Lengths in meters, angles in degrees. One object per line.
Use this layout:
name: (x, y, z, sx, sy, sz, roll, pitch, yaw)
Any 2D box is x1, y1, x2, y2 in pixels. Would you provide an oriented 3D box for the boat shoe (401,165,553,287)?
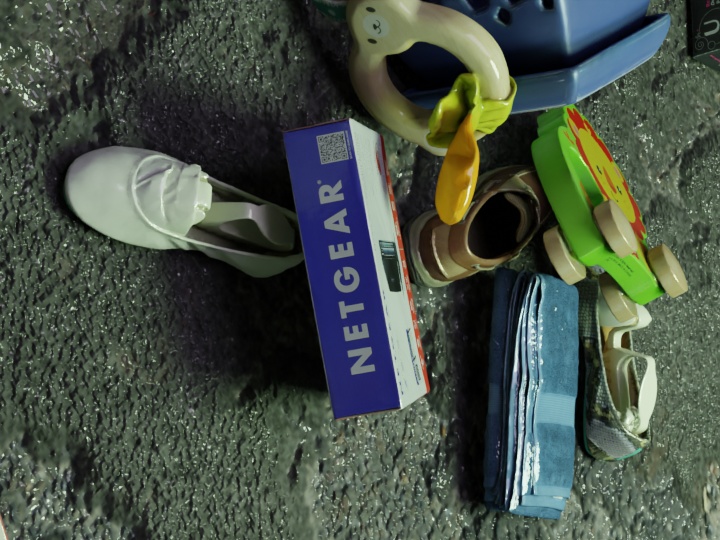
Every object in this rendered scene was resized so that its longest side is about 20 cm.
boat shoe: (0.115, -0.039, 1.460, 0.200, 0.072, 0.076, -35, 107, -47)

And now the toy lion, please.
toy lion: (0.194, -0.064, 1.501, 0.200, 0.069, 0.192, 29, 36, -58)

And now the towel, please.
towel: (0.145, 0.102, 1.460, 0.112, 0.048, 0.201, 18, 73, -58)

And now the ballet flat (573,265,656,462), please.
ballet flat: (0.226, 0.066, 1.565, 0.072, 0.072, 0.201, 3, 79, -48)

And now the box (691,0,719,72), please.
box: (0.438, -0.264, 1.847, 0.200, 0.115, 0.133, 17, 68, -47)

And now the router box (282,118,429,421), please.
router box: (0.000, 0.000, 1.273, 0.179, 0.049, 0.201, -6, 85, -82)

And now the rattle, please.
rattle: (0.011, -0.142, 1.323, 0.200, 0.130, 0.143, 44, 61, -21)

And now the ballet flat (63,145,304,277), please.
ballet flat: (-0.108, -0.043, 1.214, 0.200, 0.069, 0.070, 20, 67, -44)

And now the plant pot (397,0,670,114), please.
plant pot: (0.127, -0.227, 1.429, 0.200, 0.200, 0.180, -31, 110, -48)

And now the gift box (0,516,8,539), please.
gift box: (-0.267, 0.208, 0.884, 0.184, 0.186, 0.201, -30, 105, -48)
